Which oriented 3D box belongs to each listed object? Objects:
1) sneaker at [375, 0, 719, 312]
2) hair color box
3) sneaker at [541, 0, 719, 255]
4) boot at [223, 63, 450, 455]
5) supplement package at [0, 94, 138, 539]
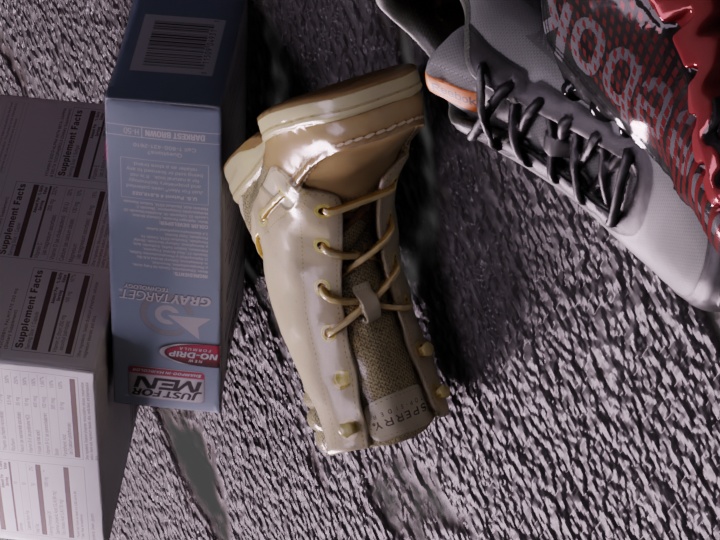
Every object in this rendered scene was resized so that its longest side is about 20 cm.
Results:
[{"bbox_3d":[0.074,-0.054,0.817,0.200,0.079,0.074,53,149,35],"label":"sneaker"},{"bbox_3d":[-0.093,-0.034,1.180,0.099,0.061,0.200,-82,-4,-50],"label":"hair color box"},{"bbox_3d":[0.111,-0.064,0.735,0.201,0.071,0.098,68,157,15],"label":"sneaker"},{"bbox_3d":[0.000,0.000,1.022,0.200,0.073,0.156,147,107,-69],"label":"boot"},{"bbox_3d":[-0.180,0.027,1.282,0.156,0.111,0.200,94,-176,-46],"label":"supplement package"}]
